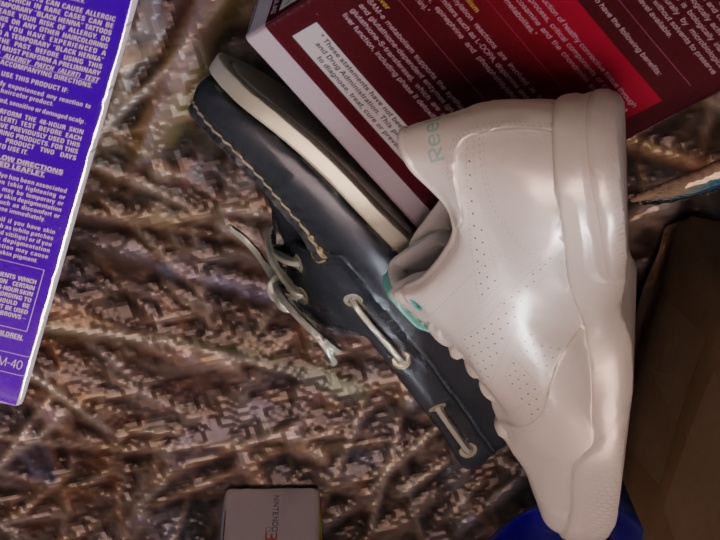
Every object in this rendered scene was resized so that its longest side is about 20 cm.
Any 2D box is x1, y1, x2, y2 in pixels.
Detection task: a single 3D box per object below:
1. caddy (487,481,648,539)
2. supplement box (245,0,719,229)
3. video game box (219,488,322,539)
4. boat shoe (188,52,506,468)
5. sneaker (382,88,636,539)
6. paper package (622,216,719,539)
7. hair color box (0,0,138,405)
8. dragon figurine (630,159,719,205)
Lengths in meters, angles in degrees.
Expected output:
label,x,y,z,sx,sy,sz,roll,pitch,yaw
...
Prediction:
label,x,y,z,sx,sy,sz,roll,pitch,yaw
caddy,0.118,0.148,1.009,0.140,0.200,0.106,-10,118,-7
supplement box,0.072,-0.102,0.921,0.199,0.061,0.109,-26,121,31
video game box,-0.034,0.220,1.087,0.046,0.183,0.201,-2,124,-1
boat shoe,0.000,0.000,1.006,0.062,0.075,0.200,-40,125,12
sneaker,0.052,0.016,0.957,0.088,0.076,0.201,-1,133,7
paper package,0.201,0.076,0.968,0.189,0.200,0.104,13,108,-9
hair color box,-0.117,-0.067,0.937,0.064,0.110,0.201,16,122,-9
dragon figurine,0.191,-0.041,0.929,0.200,0.059,0.100,-35,127,-19
